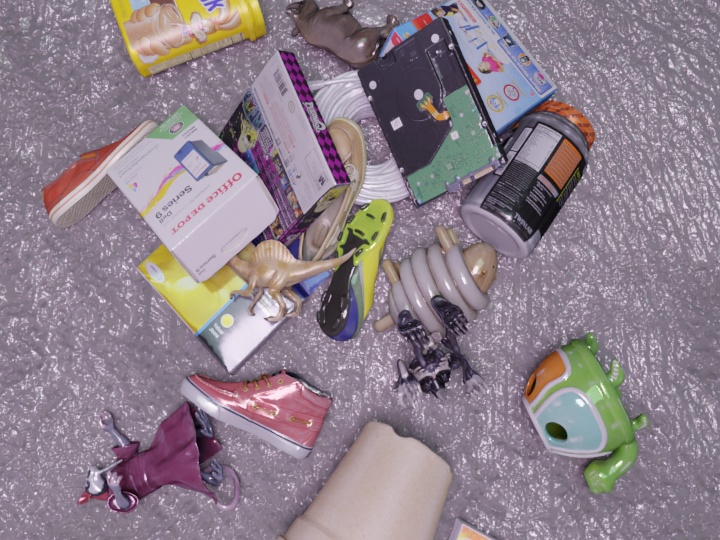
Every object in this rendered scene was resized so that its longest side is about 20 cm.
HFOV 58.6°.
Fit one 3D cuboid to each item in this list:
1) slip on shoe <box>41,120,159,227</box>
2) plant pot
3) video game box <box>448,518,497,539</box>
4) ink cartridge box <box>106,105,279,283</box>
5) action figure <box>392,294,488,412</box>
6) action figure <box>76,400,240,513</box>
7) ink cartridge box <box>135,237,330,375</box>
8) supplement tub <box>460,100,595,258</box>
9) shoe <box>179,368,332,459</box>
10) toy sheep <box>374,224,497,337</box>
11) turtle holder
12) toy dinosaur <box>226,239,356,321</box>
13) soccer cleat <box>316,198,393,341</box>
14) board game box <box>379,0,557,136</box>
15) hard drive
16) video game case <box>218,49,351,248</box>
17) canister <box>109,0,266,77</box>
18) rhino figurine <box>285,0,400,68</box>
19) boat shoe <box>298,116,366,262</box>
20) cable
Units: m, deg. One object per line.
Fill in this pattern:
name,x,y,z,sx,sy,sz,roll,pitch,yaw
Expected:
slip on shoe,-0.365,-0.147,0.901,0.199,0.074,0.061,-41,82,-4
plant pot,0.022,0.304,0.804,0.197,0.201,0.186,31,70,2
video game box,0.180,0.465,0.851,0.196,0.047,0.186,27,78,0
ink cartridge box,-0.223,-0.105,0.853,0.145,0.088,0.200,-41,58,-9
action figure,0.094,0.127,0.815,0.116,0.202,0.104,-17,52,-2
action figure,-0.276,0.261,0.844,0.196,0.135,0.151,-26,126,5
ink cartridge box,-0.175,0.003,0.902,0.200,0.047,0.198,-45,86,-7
supplement tub,0.240,-0.131,0.910,0.121,0.123,0.202,37,80,3
shoe,-0.135,0.165,0.857,0.197,0.071,0.093,29,88,-8
toy sheep,0.100,0.026,0.876,0.198,0.137,0.140,-33,83,21
turtle holder,0.299,0.191,0.870,0.129,0.142,0.187,-29,123,7
toy dinosaur,-0.105,0.012,0.845,0.193,0.058,0.105,1,95,7
soccer cleat,-0.001,0.000,0.896,0.064,0.083,0.205,19,86,32
board game box,0.159,-0.287,0.929,0.194,0.056,0.202,-35,85,-31
hard drive,0.095,-0.204,0.849,0.137,0.038,0.204,-25,91,28
video game case,-0.109,-0.151,0.860,0.035,0.181,0.204,-9,68,-44
canister,-0.254,-0.385,0.937,0.195,0.087,0.152,-22,83,-5
rhino figurine,-0.040,-0.359,0.944,0.198,0.060,0.088,33,73,25
boat shoe,-0.044,-0.102,0.865,0.072,0.063,0.205,24,118,9
cable,0.015,-0.191,0.933,0.195,0.069,0.206,-17,83,-7
